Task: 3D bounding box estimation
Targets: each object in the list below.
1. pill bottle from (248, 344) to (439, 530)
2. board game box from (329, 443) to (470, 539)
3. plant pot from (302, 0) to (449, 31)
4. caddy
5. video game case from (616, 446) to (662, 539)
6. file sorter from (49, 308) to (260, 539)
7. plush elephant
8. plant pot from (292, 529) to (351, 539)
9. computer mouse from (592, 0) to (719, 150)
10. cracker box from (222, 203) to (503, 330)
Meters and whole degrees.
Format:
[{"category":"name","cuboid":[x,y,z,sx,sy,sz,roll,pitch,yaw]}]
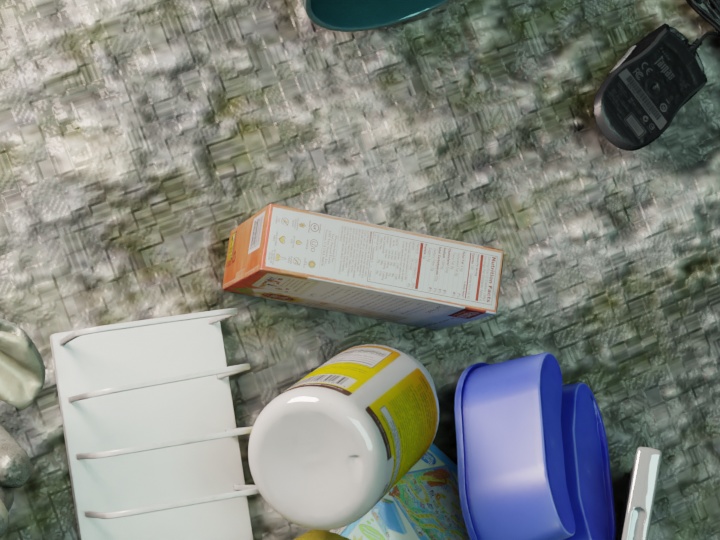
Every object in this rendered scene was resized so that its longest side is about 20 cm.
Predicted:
[{"category":"pill bottle","cuboid":[-0.004,0.122,1.237,0.109,0.200,0.110,4,102,19]},{"category":"board game box","cuboid":[0.076,0.254,1.333,0.200,0.034,0.135,44,72,-8]},{"category":"plant pot","cuboid":[0.010,-0.333,1.316,0.200,0.200,0.188,-19,74,-19]},{"category":"caddy","cuboid":[0.134,0.165,1.300,0.141,0.105,0.200,40,40,-46]},{"category":"video game case","cuboid":[0.219,0.246,1.300,0.024,0.200,0.183,10,79,10]},{"category":"file sorter","cuboid":[-0.151,0.134,1.228,0.138,0.124,0.201,-8,85,-19]},{"category":"plush elephant","cuboid":[-0.314,0.109,1.139,0.164,0.200,0.155,-13,100,17]},{"category":"plant pot","cuboid":[-0.028,0.287,1.214,0.200,0.200,0.142,36,68,-10]},{"category":"computer mouse","cuboid":[0.296,-0.161,1.458,0.140,0.046,0.200,46,67,-12]},{"category":"cracker box","cuboid":[0.000,0.000,1.290,0.199,0.134,0.058,12,79,-17]}]
